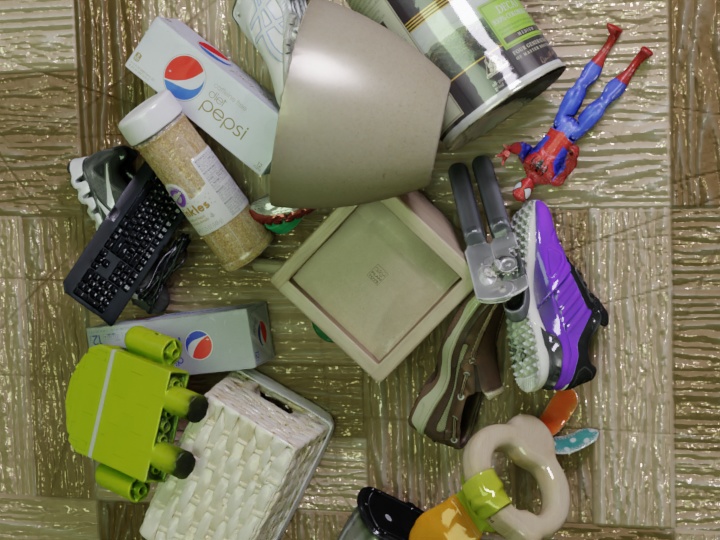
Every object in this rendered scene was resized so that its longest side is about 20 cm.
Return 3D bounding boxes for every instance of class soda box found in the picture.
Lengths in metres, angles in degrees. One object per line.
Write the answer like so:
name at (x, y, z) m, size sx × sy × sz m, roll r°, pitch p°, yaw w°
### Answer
soda box at (-0.153, -0.190, 1.606) m, size 0.200 × 0.064 × 0.068 m, roll 39°, pitch 106°, yaw 9°
soda box at (-0.201, 0.082, 1.650) m, size 0.200 × 0.063 × 0.068 m, roll -8°, pitch 94°, yaw 18°

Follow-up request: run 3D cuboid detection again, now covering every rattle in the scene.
rattle at (0.150, 0.217, 1.516) m, size 0.130 × 0.200 × 0.143 m, roll 28°, pitch 127°, yaw 4°

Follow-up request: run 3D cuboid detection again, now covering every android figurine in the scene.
android figurine at (-0.248, 0.151, 1.590) m, size 0.200 × 0.041 × 0.183 m, roll 14°, pitch 93°, yaw 39°

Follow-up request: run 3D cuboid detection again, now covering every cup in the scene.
cup at (0.006, -0.144, 1.387) m, size 0.143 × 0.200 × 0.201 m, roll 12°, pitch 100°, yaw 3°

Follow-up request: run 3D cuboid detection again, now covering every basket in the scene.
basket at (-0.138, 0.225, 1.614) m, size 0.135 × 0.123 × 0.200 m, roll 29°, pitch 103°, yaw 12°

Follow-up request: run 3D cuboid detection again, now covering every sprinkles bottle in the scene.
sprinkles bottle at (-0.175, -0.096, 1.589) m, size 0.068 × 0.068 × 0.200 m, roll -31°, pitch 106°, yaw 18°

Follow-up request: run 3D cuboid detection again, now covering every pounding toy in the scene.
pounding toy at (0.000, 0.000, 1.555) m, size 0.184 × 0.142 × 0.200 m, roll 43°, pitch 105°, yaw -2°

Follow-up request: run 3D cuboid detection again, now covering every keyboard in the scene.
keyboard at (-0.228, -0.033, 1.606) m, size 0.104 × 0.040 × 0.200 m, roll 39°, pitch 74°, yaw -29°

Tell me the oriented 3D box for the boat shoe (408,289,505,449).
boat shoe at (0.121, 0.101, 1.532) m, size 0.075 × 0.075 × 0.203 m, roll 35°, pitch 127°, yaw 19°

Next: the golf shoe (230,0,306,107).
golf shoe at (-0.091, -0.258, 1.583) m, size 0.097 × 0.078 × 0.201 m, roll -5°, pitch 87°, yaw 31°

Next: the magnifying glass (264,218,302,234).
magnifying glass at (-0.045, -0.129, 1.583) m, size 0.022 × 0.080 × 0.200 m, roll 26°, pitch 97°, yaw -27°

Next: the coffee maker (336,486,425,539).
coffee maker at (0.029, 0.364, 1.571) m, size 0.192 × 0.135 × 0.200 m, roll 34°, pitch 105°, yaw 11°

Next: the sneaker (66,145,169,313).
sneaker at (-0.250, -0.051, 1.650) m, size 0.090 × 0.066 × 0.200 m, roll -27°, pitch 85°, yaw 21°

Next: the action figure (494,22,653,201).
action figure at (0.207, -0.150, 1.481) m, size 0.065 × 0.099 × 0.200 m, roll 37°, pitch 108°, yaw 12°

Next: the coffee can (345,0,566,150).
coffee can at (0.090, -0.242, 1.480) m, size 0.146 × 0.146 × 0.200 m, roll -35°, pitch 86°, yaw 18°

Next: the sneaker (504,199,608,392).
sneaker at (0.203, 0.028, 1.519) m, size 0.099 × 0.070 × 0.201 m, roll 3°, pitch 75°, yaw -19°

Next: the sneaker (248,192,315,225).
sneaker at (-0.039, -0.118, 1.522) m, size 0.200 × 0.078 × 0.082 m, roll -41°, pitch 95°, yaw -17°

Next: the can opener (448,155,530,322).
can opener at (0.131, -0.030, 1.492) m, size 0.053 × 0.200 × 0.067 m, roll -17°, pitch 132°, yaw 7°
